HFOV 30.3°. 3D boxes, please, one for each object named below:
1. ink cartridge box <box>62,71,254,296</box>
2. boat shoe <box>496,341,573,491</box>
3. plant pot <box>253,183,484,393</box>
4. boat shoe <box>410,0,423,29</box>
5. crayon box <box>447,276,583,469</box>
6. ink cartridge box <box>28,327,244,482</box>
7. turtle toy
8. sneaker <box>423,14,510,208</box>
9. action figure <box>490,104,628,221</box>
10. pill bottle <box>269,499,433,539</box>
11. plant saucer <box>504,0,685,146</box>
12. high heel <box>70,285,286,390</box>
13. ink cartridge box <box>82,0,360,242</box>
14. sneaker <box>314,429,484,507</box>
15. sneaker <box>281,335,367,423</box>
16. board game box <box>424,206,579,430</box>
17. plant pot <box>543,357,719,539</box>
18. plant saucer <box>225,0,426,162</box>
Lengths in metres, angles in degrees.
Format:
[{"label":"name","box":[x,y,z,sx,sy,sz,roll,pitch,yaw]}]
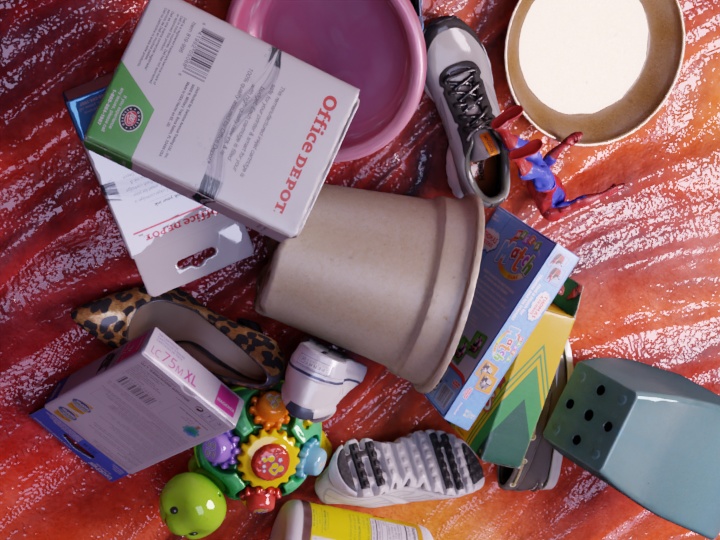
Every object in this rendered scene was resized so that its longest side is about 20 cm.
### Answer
[{"label":"ink cartridge box","box":[-0.188,-0.091,1.253,0.116,0.068,0.201,-23,110,-10]},{"label":"boat shoe","box":[0.184,0.147,1.434,0.060,0.072,0.203,-5,111,-20]},{"label":"plant pot","box":[0.000,0.000,1.284,0.183,0.201,0.201,15,102,-9]},{"label":"boat shoe","box":[0.021,-0.238,1.270,0.084,0.069,0.201,-9,109,-14]},{"label":"crayon box","box":[0.154,0.086,1.378,0.051,0.127,0.201,15,100,-20]},{"label":"ink cartridge box","box":[-0.219,0.134,1.286,0.200,0.042,0.119,-29,118,37]},{"label":"turtle toy","box":[-0.118,0.190,1.340,0.200,0.101,0.146,-37,113,-3]},{"label":"sneaker","box":[0.111,-0.155,1.318,0.074,0.079,0.201,-20,109,-8]},{"label":"action figure","box":[0.201,-0.108,1.320,0.099,0.065,0.200,-27,155,7]},{"label":"pill bottle","box":[0.005,0.312,1.398,0.199,0.109,0.110,15,102,-12]},{"label":"plant saucer","box":[0.233,-0.228,1.355,0.199,0.035,0.201,-5,108,-15]},{"label":"high heel","box":[-0.171,0.067,1.265,0.199,0.143,0.072,9,103,-19]},{"label":"ink cartridge box","box":[-0.120,-0.130,1.161,0.199,0.083,0.147,26,84,-8]},{"label":"sneaker","box":[0.042,0.217,1.419,0.199,0.075,0.081,5,148,-32]},{"label":"sneaker","box":[-0.044,0.109,1.295,0.073,0.200,0.071,26,90,10]},{"label":"board game box","box":[0.124,0.043,1.341,0.036,0.151,0.201,29,97,-23]},{"label":"plant pot","box":[0.299,0.175,1.402,0.199,0.141,0.142,22,95,-41]},{"label":"plant saucer","box":[-0.029,-0.203,1.234,0.199,0.051,0.202,9,115,19]}]
